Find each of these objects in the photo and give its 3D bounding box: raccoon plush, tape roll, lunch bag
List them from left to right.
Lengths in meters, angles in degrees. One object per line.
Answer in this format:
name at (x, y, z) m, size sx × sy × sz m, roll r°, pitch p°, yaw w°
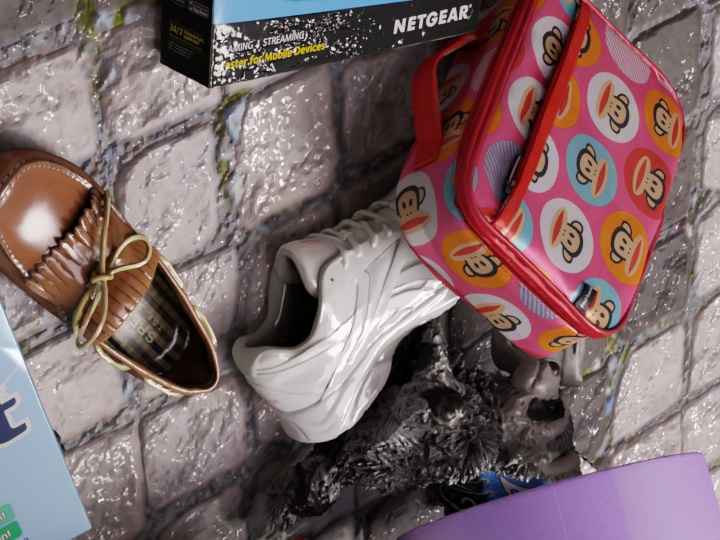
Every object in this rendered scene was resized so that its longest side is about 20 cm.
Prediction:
raccoon plush at (0.040, 0.115, 1.346) m, size 0.134 × 0.097 × 0.200 m, roll 35°, pitch 123°, yaw -30°
lunch bag at (0.100, -0.070, 1.278) m, size 0.176 × 0.082 × 0.201 m, roll 41°, pitch 52°, yaw -25°
tape roll at (0.125, 0.170, 1.340) m, size 0.199 × 0.199 × 0.066 m, roll -2°, pitch 73°, yaw -46°

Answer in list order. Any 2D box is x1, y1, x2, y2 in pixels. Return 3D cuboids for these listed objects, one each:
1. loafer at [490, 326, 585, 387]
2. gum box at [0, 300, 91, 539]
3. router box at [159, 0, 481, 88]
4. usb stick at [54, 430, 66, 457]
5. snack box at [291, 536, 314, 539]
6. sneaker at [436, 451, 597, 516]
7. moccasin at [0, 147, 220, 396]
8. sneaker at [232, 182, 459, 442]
loafer at (0.144, -0.018, 1.392) m, size 0.070 × 0.069 × 0.201 m, roll 79°, pitch 31°, yaw -71°
gum box at (-0.240, 0.090, 1.077) m, size 0.169 × 0.045 × 0.201 m, roll -28°, pitch 131°, yaw -16°
router box at (-0.014, -0.190, 1.166) m, size 0.199 × 0.051 × 0.150 m, roll -17°, pitch 123°, yaw -39°
usb stick at (-0.204, 0.180, 1.205) m, size 0.055 × 0.033 × 0.202 m, roll 0°, pitch 113°, yaw -35°
snack box at (-0.042, 0.271, 1.230) m, size 0.200 × 0.067 × 0.170 m, roll -46°, pitch 141°, yaw -65°
sneaker at (0.089, 0.135, 1.450) m, size 0.090 × 0.078 × 0.200 m, roll -59°, pitch 141°, yaw -5°
moccasin at (-0.136, 0.007, 1.136) m, size 0.074 × 0.077 × 0.202 m, roll -47°, pitch 139°, yaw -15°
sneaker at (0.000, 0.000, 1.281) m, size 0.099 × 0.078 × 0.201 m, roll 44°, pitch 74°, yaw -39°
